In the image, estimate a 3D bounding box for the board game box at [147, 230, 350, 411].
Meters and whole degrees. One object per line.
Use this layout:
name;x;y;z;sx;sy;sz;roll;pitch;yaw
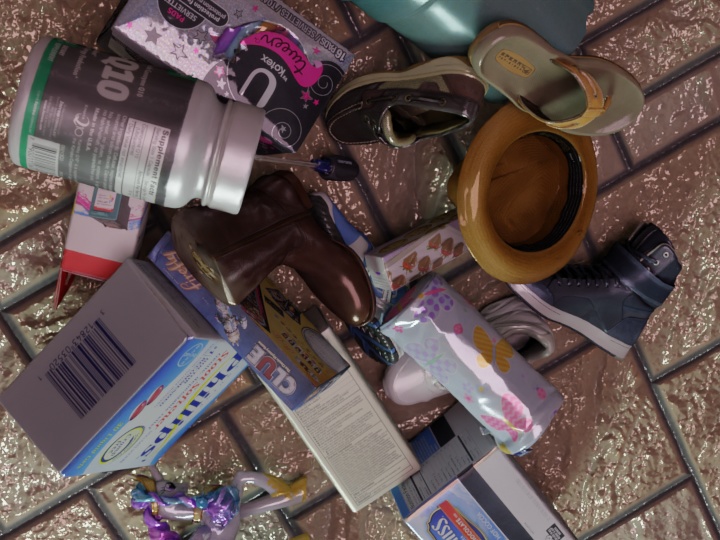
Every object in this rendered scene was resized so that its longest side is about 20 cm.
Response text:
board game box;-0.104;0.041;1.116;0.035;0.135;0.200;-45;83;12

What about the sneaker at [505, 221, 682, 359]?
sneaker;0.255;-0.004;1.257;0.201;0.077;0.147;27;111;-28

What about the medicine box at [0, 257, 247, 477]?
medicine box;-0.212;0.095;1.118;0.182;0.200;0.103;-46;75;7

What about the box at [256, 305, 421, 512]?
box;-0.027;0.149;1.248;0.095;0.078;0.201;-31;110;-1

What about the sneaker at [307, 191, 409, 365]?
sneaker;0.000;0.000;1.225;0.077;0.075;0.201;-39;109;-28

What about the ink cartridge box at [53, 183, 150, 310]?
ink cartridge box;-0.238;-0.063;1.118;0.067;0.116;0.202;14;103;-8

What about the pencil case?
pencil case;0.112;0.094;1.169;0.200;0.091;0.083;45;55;-4

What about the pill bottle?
pill bottle;-0.189;-0.119;0.990;0.198;0.113;0.114;15;103;-8

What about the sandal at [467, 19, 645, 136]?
sandal;0.184;-0.166;1.063;0.199;0.054;0.080;19;123;-33

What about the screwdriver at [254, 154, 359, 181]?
screwdriver;-0.052;-0.107;1.125;0.028;0.200;0.029;1;87;25

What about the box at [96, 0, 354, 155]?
box;-0.129;-0.206;1.083;0.199;0.132;0.115;33;83;-19

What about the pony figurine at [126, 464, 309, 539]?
pony figurine;-0.158;0.301;1.244;0.198;0.167;0.195;5;73;-10

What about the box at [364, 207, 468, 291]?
box;0.096;-0.038;1.206;0.199;0.041;0.039;-27;110;-24

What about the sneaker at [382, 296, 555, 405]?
sneaker;0.119;0.094;1.252;0.199;0.099;0.078;-26;112;-3

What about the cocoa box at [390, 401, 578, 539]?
cocoa box;0.138;0.273;1.291;0.131;0.133;0.200;-38;110;2

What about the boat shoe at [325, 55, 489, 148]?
boat shoe;0.035;-0.153;1.119;0.073;0.199;0.065;35;57;-33

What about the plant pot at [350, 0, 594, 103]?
plant pot;0.107;-0.277;1.103;0.196;0.200;0.201;37;96;-28

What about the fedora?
fedora;0.153;-0.083;1.159;0.199;0.082;0.202;-9;104;-38

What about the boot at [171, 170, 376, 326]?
boot;-0.079;0.003;1.085;0.064;0.200;0.187;-36;91;27
